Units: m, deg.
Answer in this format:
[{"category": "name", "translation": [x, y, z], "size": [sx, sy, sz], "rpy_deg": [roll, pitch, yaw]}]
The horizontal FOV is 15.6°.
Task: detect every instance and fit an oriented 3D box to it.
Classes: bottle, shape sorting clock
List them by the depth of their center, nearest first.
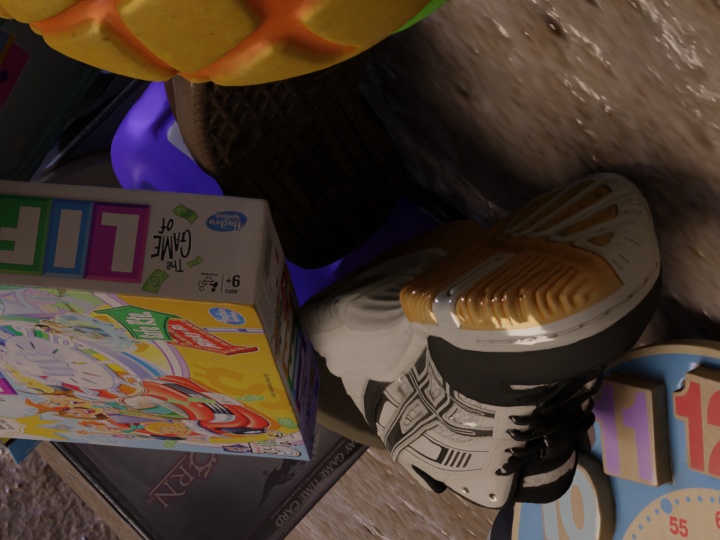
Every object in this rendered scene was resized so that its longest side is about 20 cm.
[{"category": "shape sorting clock", "translation": [0.117, 0.119, 0.818], "size": [0.200, 0.039, 0.200], "rpy_deg": [17, 113, 47]}, {"category": "bottle", "translation": [0.000, 0.000, 0.940], "size": [0.200, 0.065, 0.084], "rpy_deg": [38, 179, 28]}]

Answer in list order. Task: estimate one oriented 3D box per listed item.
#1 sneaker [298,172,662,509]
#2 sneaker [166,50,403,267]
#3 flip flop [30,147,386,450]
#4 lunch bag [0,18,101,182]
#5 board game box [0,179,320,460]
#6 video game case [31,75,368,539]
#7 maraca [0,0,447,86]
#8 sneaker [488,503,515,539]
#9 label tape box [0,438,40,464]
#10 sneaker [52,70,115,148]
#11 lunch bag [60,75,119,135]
[{"category": "sneaker", "translation": [0.051, 0.028, 0.795], "size": [0.088, 0.076, 0.200], "rpy_deg": [61, 164, -5]}, {"category": "sneaker", "translation": [-0.039, -0.066, 0.809], "size": [0.076, 0.070, 0.200], "rpy_deg": [46, 168, 22]}, {"category": "flip flop", "translation": [-0.045, 0.014, 1.031], "size": [0.200, 0.081, 0.058], "rpy_deg": [28, -179, -13]}, {"category": "lunch bag", "translation": [-0.172, -0.104, 0.864], "size": [0.200, 0.161, 0.077], "rpy_deg": [19, 160, 26]}, {"category": "board game box", "translation": [-0.088, 0.019, 0.860], "size": [0.134, 0.034, 0.200], "rpy_deg": [4, 163, 6]}, {"category": "video game case", "translation": [-0.071, 0.026, 1.082], "size": [0.200, 0.143, 0.019], "rpy_deg": [50, 166, -29]}, {"category": "maraca", "translation": [-0.066, -0.108, 0.620], "size": [0.200, 0.107, 0.137], "rpy_deg": [17, 144, 3]}, {"category": "sneaker", "translation": [0.115, 0.107, 0.928], "size": [0.200, 0.076, 0.088], "rpy_deg": [25, 143, 49]}, {"category": "label tape box", "translation": [-0.154, -0.001, 1.264], "size": [0.066, 0.143, 0.200], "rpy_deg": [41, 168, 14]}, {"category": "sneaker", "translation": [-0.175, -0.134, 1.010], "size": [0.200, 0.078, 0.070], "rpy_deg": [37, -160, -6]}, {"category": "lunch bag", "translation": [-0.185, -0.058, 1.099], "size": [0.200, 0.170, 0.122], "rpy_deg": [41, 168, -10]}]
